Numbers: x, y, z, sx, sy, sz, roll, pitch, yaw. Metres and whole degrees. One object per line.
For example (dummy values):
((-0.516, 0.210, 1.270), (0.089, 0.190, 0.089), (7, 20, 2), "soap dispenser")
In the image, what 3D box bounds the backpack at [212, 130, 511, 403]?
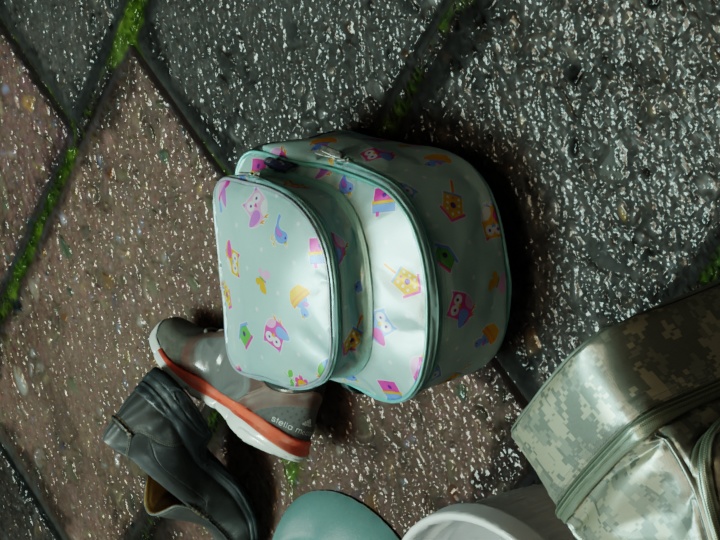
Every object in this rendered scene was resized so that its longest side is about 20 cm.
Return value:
((0.000, 0.000, 1.543), (0.199, 0.153, 0.178), (9, 107, 41), "backpack")

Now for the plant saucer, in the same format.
((-0.015, 0.271, 1.770), (0.199, 0.036, 0.202), (25, 125, 43), "plant saucer")

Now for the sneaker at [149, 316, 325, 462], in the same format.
((-0.086, 0.072, 1.759), (0.200, 0.077, 0.082), (35, 99, 44), "sneaker")

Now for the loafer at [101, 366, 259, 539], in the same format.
((-0.142, 0.165, 1.799), (0.073, 0.072, 0.201), (32, 156, 50), "loafer")

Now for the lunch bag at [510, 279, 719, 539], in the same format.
((0.213, 0.103, 1.291), (0.169, 0.199, 0.140), (60, 144, 18), "lunch bag")

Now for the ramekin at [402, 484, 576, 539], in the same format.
((0.122, 0.239, 1.532), (0.199, 0.105, 0.202), (25, 124, 43), "ramekin")
